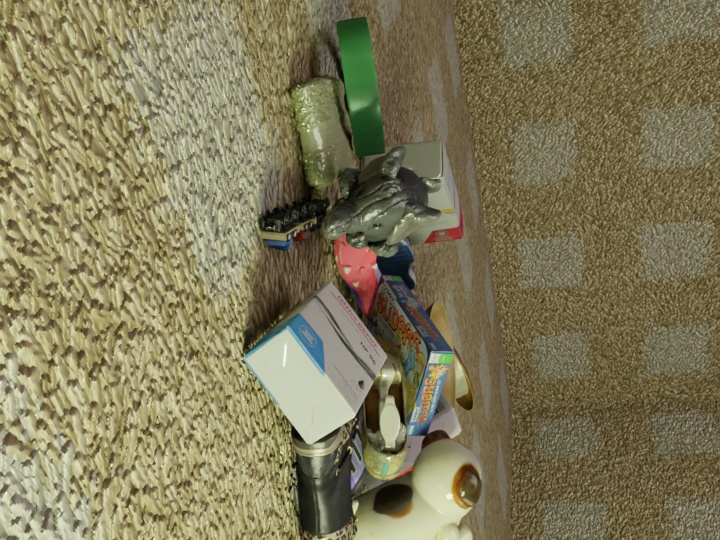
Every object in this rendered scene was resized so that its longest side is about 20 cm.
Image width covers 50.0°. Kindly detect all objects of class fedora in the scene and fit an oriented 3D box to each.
[{"bbox_3d":[0.140,0.192,1.481,0.202,0.081,0.201,58,-14,23],"label":"fedora"}]

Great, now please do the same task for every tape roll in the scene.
[{"bbox_3d":[0.001,-0.275,1.167,0.200,0.048,0.203,-9,90,-89],"label":"tape roll"}]

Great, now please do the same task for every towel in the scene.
[{"bbox_3d":[-0.046,-0.197,1.076,0.200,0.036,0.150,-49,131,-70],"label":"towel"}]

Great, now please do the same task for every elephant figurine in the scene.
[{"bbox_3d":[0.034,-0.084,0.990,0.200,0.140,0.157,157,-46,-84],"label":"elephant figurine"}]

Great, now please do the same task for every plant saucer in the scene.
[{"bbox_3d":[0.116,0.150,1.231,0.200,0.035,0.203,-6,90,-73],"label":"plant saucer"}]

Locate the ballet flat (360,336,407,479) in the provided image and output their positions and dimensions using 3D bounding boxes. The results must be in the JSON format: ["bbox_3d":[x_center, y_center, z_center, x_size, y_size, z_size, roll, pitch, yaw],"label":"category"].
[{"bbox_3d":[0.030,0.161,0.983,0.071,0.070,0.202,64,20,-52],"label":"ballet flat"}]

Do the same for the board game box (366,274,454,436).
[{"bbox_3d":[0.060,0.113,1.079,0.200,0.034,0.137,-123,-137,-56],"label":"board game box"}]

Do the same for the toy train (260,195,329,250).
[{"bbox_3d":[-0.076,-0.058,0.928,0.200,0.034,0.046,-41,136,-73],"label":"toy train"}]

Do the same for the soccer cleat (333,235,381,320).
[{"bbox_3d":[0.000,0.000,1.159,0.076,0.066,0.201,46,-15,53],"label":"soccer cleat"}]

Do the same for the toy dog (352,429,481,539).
[{"bbox_3d":[0.071,0.303,1.008,0.194,0.200,0.140,49,1,-30],"label":"toy dog"}]

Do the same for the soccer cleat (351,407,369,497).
[{"bbox_3d":[-0.019,0.206,1.013,0.073,0.068,0.201,44,42,-27],"label":"soccer cleat"}]

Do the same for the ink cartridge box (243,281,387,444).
[{"bbox_3d":[-0.039,0.089,0.862,0.116,0.068,0.200,53,20,-5],"label":"ink cartridge box"}]

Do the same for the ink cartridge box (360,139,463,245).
[{"bbox_3d":[0.095,-0.131,1.364,0.201,0.146,0.087,63,26,-56],"label":"ink cartridge box"}]

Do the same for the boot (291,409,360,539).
[{"bbox_3d":[-0.035,0.228,0.907,0.200,0.072,0.153,-59,147,-79],"label":"boot"}]

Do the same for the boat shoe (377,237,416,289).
[{"bbox_3d":[0.058,-0.031,1.360,0.200,0.071,0.073,75,10,-65],"label":"boat shoe"}]

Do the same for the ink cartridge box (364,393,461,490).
[{"bbox_3d":[0.077,0.278,1.142,0.057,0.162,0.201,50,-11,44],"label":"ink cartridge box"}]
